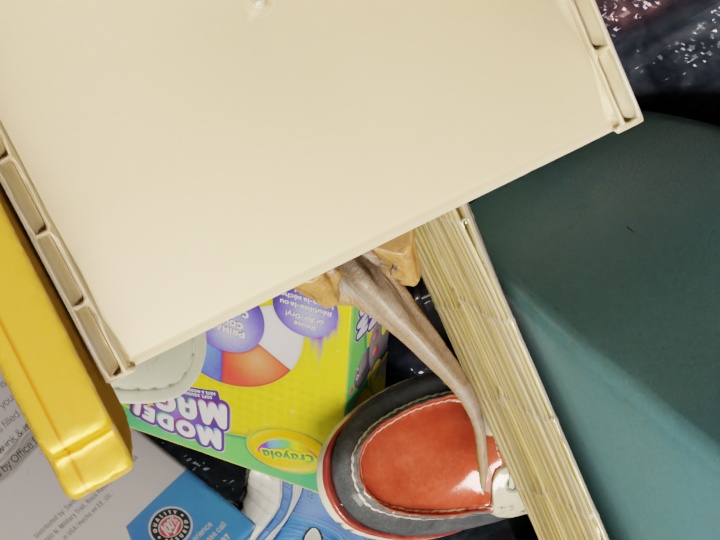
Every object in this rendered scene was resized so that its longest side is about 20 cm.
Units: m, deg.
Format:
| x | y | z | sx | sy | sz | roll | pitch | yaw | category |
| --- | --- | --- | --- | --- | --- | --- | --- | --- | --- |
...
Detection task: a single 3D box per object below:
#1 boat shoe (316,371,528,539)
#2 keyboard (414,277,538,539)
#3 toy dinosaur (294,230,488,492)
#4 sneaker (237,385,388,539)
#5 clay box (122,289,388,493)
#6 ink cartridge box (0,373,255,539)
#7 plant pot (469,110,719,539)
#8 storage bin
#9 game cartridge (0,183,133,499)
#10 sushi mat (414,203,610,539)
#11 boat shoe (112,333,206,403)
| x | y | z | sx | sy | sz | roll | pitch | yaw | category |
| --- | --- | --- | --- | --- | --- | --- | --- | --- | --- |
| 0.077 | 0.072 | 1.137 | 0.200 | 0.071 | 0.063 | -8 | 178 | -29 | boat shoe |
| 0.062 | 0.067 | 1.210 | 0.127 | 0.021 | 0.200 | -24 | 133 | -1 | keyboard |
| 0.000 | 0.000 | 1.044 | 0.200 | 0.060 | 0.106 | 45 | 177 | 1 | toy dinosaur |
| -0.015 | 0.120 | 1.286 | 0.089 | 0.079 | 0.200 | 18 | 141 | 1 | sneaker |
| -0.047 | 0.015 | 1.142 | 0.115 | 0.048 | 0.200 | 17 | 126 | 19 | clay box |
| -0.174 | 0.119 | 1.236 | 0.200 | 0.145 | 0.084 | 38 | 143 | 11 | ink cartridge box |
| 0.137 | 0.034 | 1.042 | 0.200 | 0.141 | 0.141 | 38 | 155 | 37 | plant pot |
| -0.041 | -0.098 | 0.870 | 0.200 | 0.094 | 0.199 | -26 | 112 | -1 | storage bin |
| -0.129 | -0.014 | 0.892 | 0.032 | 0.200 | 0.176 | -27 | 94 | -4 | game cartridge |
| 0.061 | 0.052 | 1.041 | 0.012 | 0.096 | 0.200 | -26 | 101 | -10 | sushi mat |
| -0.161 | 0.001 | 1.106 | 0.201 | 0.072 | 0.061 | 25 | 165 | -18 | boat shoe |
